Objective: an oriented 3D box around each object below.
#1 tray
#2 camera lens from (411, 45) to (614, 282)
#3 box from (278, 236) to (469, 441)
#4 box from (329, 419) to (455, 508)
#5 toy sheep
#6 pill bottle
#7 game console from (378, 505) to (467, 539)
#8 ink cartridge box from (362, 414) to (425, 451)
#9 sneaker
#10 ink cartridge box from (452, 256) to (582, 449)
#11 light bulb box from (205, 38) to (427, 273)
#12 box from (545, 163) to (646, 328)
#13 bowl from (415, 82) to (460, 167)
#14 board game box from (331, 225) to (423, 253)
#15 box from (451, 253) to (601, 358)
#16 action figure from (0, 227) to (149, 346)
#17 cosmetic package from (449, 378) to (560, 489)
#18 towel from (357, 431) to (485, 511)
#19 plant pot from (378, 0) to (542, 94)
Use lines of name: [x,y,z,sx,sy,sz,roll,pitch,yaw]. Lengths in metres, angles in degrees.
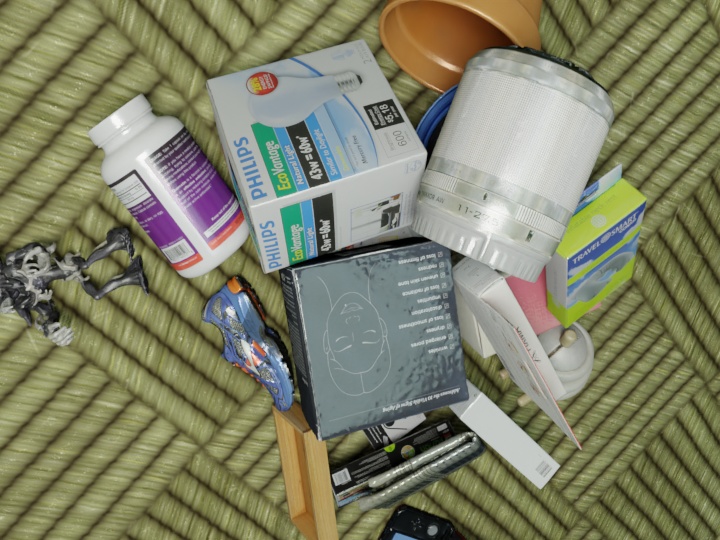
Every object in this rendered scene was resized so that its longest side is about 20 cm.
tray: [-0.079,0.298,0.895,0.036,0.098,0.205,-16,111,-31]
camera lens: [0.153,-0.110,0.632,0.157,0.160,0.204,19,98,-21]
box: [0.014,0.074,0.760,0.195,0.124,0.202,-11,96,-15]
box: [0.048,0.296,0.937,0.196,0.035,0.111,-22,152,-10]
toy sheep: [0.286,0.133,0.929,0.134,0.201,0.141,1,70,-2]
pill bottle: [-0.225,-0.099,0.727,0.111,0.112,0.202,-35,113,-4]
game console: [0.099,0.522,1.009,0.170,0.119,0.203,26,96,-23]
ink cartridge box: [0.012,0.168,0.917,0.093,0.044,0.202,-34,113,-7]
sneaker: [-0.149,0.108,0.843,0.077,0.075,0.203,-26,104,1]
ink cartridge box: [0.197,0.092,0.744,0.043,0.174,0.202,-35,115,-3]
light bulb box: [-0.053,-0.135,0.710,0.196,0.201,0.126,-19,150,-11]
box: [0.284,-0.022,0.755,0.121,0.048,0.201,-36,145,-5]
bowl: [0.156,-0.125,0.732,0.195,0.039,0.206,1,94,11]
board game box: [0.000,0.000,0.843,0.195,0.040,0.157,-8,91,-15]
box: [0.227,0.021,0.896,0.196,0.128,0.111,-21,112,-9]
action figure: [-0.361,0.016,0.726,0.196,0.102,0.121,-18,122,-13]
cosmetic package: [0.192,0.224,0.932,0.052,0.151,0.200,-46,113,1]
towel: [0.095,0.300,0.922,0.197,0.035,0.193,-31,155,4]
plant pot: [0.135,-0.319,0.745,0.197,0.199,0.143,28,80,-22]
